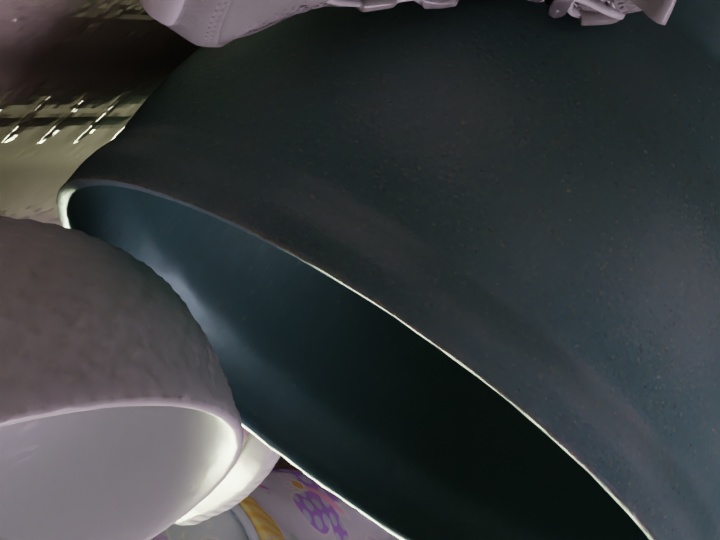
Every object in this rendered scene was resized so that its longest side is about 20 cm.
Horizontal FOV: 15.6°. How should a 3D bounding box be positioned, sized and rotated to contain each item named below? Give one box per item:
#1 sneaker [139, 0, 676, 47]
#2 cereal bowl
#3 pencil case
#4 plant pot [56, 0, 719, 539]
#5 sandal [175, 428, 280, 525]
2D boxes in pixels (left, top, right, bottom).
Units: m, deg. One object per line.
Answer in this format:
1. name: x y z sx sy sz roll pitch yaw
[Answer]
1. sneaker: 0.043 -0.091 0.610 0.199 0.082 0.075 -24 164 -22
2. cereal bowl: -0.134 0.042 0.675 0.199 0.084 0.200 -22 163 -7
3. pencil case: -0.035 0.123 1.141 0.090 0.084 0.200 -12 173 22
4. plant pot: 0.038 -0.012 0.700 0.135 0.200 0.200 -55 171 -17
5. sandal: -0.051 0.039 0.900 0.049 0.083 0.203 20 149 -11
